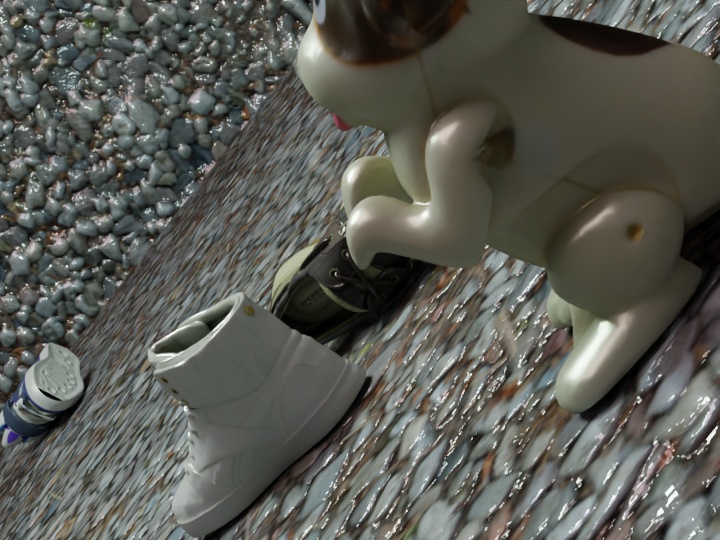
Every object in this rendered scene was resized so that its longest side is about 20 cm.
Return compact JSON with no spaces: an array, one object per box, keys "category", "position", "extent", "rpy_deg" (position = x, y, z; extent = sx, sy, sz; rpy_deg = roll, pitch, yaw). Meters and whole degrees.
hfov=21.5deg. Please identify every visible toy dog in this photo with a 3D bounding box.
[{"category":"toy dog","position":[0.062,-0.070,0.790],"extent":[0.194,0.199,0.140],"rpy_deg":[-47,11,26]}]

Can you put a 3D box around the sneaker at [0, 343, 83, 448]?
[{"category":"sneaker","position":[-0.441,0.193,2.568],"extent":[0.147,0.080,0.200],"rpy_deg":[-59,12,12]}]

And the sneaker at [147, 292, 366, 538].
[{"category":"sneaker","position":[-0.093,0.087,1.208],"extent":[0.200,0.115,0.074],"rpy_deg":[-46,13,40]}]

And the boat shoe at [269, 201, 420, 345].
[{"category":"boat shoe","position":[0.000,0.000,1.245],"extent":[0.200,0.073,0.065],"rpy_deg":[-46,22,49]}]
